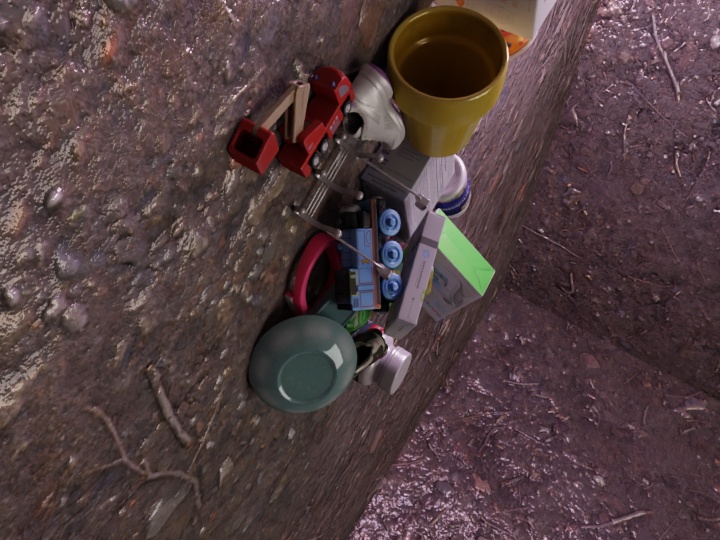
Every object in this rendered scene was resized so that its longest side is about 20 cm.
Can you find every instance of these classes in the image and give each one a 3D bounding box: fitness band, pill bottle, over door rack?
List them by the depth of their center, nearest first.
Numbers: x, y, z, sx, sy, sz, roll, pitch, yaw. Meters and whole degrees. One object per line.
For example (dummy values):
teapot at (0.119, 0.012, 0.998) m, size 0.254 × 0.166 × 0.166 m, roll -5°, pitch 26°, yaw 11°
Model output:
over door rack at (0.011, -0.102, 0.974) m, size 0.150 × 0.197 × 0.066 m, roll -59°, pitch -163°, yaw -8°
fitness band at (-0.078, 0.018, 1.116) m, size 0.146 × 0.037 × 0.201 m, roll -58°, pitch 161°, yaw -19°
pill bottle at (0.002, 0.163, 1.262) m, size 0.120 × 0.196 × 0.121 m, roll -51°, pitch 159°, yaw -29°
pill bottle at (0.209, -0.199, 1.480) m, size 0.118 × 0.113 × 0.200 m, roll -62°, pitch 161°, yaw -2°

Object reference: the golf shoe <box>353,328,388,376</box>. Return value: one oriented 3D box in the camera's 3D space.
golf shoe at (-0.039, 0.180, 1.164) m, size 0.198 × 0.078 × 0.088 m, roll -39°, pitch 173°, yaw 12°

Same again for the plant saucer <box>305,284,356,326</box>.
plant saucer at (-0.088, 0.120, 1.091) m, size 0.201 × 0.070 × 0.019 m, roll -48°, pitch -157°, yaw 5°

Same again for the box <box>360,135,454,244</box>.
box at (0.100, -0.192, 1.216) m, size 0.203 × 0.103 × 0.185 m, roll -57°, pitch 161°, yaw -16°

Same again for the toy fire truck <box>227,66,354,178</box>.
toy fire truck at (-0.083, -0.199, 0.806) m, size 0.204 × 0.048 × 0.141 m, roll -60°, pitch 160°, yaw -12°

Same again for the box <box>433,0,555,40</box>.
box at (0.224, -0.502, 1.002) m, size 0.108 × 0.197 × 0.153 m, roll -55°, pitch 160°, yaw -14°

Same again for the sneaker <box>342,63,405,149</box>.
sneaker at (0.014, -0.247, 0.996) m, size 0.100 × 0.075 × 0.200 m, roll -47°, pitch 156°, yaw -3°

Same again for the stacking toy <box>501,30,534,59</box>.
stacking toy at (0.273, -0.540, 1.251) m, size 0.198 × 0.144 × 0.150 m, roll 23°, pitch 94°, yaw -53°

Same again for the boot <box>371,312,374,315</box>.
boot at (0.000, 0.000, 1.173) m, size 0.146 × 0.068 × 0.207 m, roll -50°, pitch 133°, yaw -78°

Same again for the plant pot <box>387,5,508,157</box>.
plant pot at (0.140, -0.305, 1.049) m, size 0.203 × 0.197 × 0.190 m, roll -55°, pitch 165°, yaw -21°

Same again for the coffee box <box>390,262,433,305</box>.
coffee box at (0.063, 0.040, 1.331) m, size 0.194 × 0.045 × 0.124 m, roll -20°, pitch 154°, yaw -7°

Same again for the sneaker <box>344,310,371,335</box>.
sneaker at (-0.051, 0.118, 1.145) m, size 0.200 × 0.074 × 0.084 m, roll -44°, pitch -169°, yaw 24°

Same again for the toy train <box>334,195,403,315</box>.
toy train at (0.010, -0.025, 1.053) m, size 0.111 × 0.086 × 0.208 m, roll -3°, pitch 91°, yaw -28°

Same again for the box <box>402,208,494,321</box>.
box at (0.181, -0.010, 1.428) m, size 0.175 × 0.200 × 0.097 m, roll -34°, pitch -168°, yaw 49°

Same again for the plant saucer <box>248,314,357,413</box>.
plant saucer at (-0.095, 0.177, 1.065) m, size 0.039 × 0.195 × 0.206 m, roll -121°, pitch -134°, yaw -60°

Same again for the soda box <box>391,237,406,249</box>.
soda box at (0.083, -0.096, 1.343) m, size 0.202 × 0.069 × 0.064 m, roll -55°, pitch 165°, yaw -23°

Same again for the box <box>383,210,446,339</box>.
box at (0.097, 0.013, 1.124) m, size 0.156 × 0.040 × 0.206 m, roll 114°, pitch -6°, yaw -74°
